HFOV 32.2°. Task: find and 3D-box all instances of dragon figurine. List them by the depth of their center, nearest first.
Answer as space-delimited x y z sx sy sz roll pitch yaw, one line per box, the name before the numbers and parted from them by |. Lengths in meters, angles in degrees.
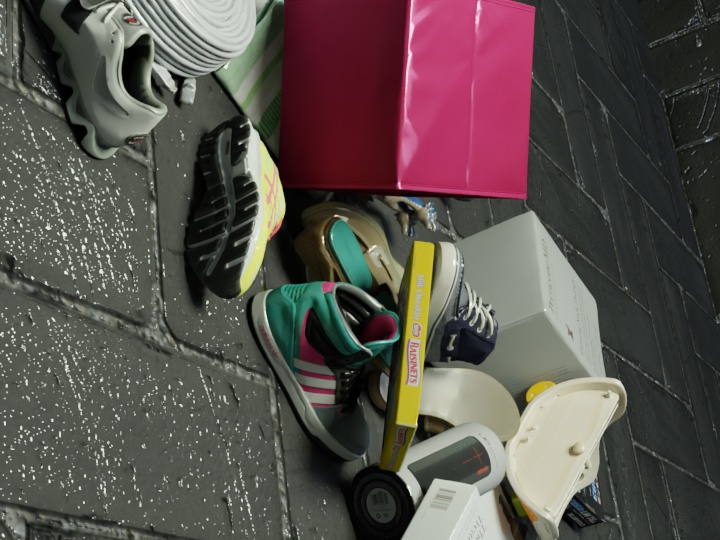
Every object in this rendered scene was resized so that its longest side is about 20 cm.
dragon figurine | 0.022 -0.126 1.480 0.201 0.059 0.099 63 23 8

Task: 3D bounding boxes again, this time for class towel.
towel | -0.060 -0.189 1.341 0.201 0.023 0.153 54 55 -34

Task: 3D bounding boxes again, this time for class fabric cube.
fabric cube | 0.048 -0.179 1.292 0.199 0.195 0.202 1 92 -43

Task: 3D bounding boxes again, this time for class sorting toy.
sorting toy | 0.242 0.249 1.511 0.201 0.106 0.181 -54 142 -28

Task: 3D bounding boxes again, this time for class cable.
cable | -0.176 -0.285 1.180 0.201 0.069 0.201 55 29 -31

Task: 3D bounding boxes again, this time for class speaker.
speaker | 0.073 0.217 1.294 0.199 0.081 0.082 -11 82 -56

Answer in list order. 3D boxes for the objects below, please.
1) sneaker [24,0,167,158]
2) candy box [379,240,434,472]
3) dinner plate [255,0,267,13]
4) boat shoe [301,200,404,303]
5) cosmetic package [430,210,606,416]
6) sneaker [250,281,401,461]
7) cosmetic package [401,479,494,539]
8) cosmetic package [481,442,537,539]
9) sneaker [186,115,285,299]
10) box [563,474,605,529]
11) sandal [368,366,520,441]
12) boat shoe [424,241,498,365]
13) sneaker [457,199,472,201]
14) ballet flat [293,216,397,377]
sneaker | -0.214 -0.202 1.028 0.074 0.088 0.202 -30 98 -63
candy box | 0.045 0.082 1.211 0.103 0.026 0.202 107 -9 -56
dinner plate | -0.045 -0.280 1.436 0.199 0.024 0.202 31 41 -32
boat shoe | 0.000 0.000 1.344 0.200 0.071 0.065 52 29 -46
cosmetic package | 0.192 0.072 1.563 0.200 0.165 0.169 48 30 -39
sneaker | -0.008 0.089 1.200 0.201 0.120 0.084 60 27 -23
cosmetic package | 0.069 0.323 1.168 0.201 0.051 0.152 -55 138 -39
cosmetic package | 0.147 0.292 1.463 0.152 0.051 0.200 62 26 -13
sneaker | -0.103 -0.049 1.158 0.090 0.077 0.202 49 32 -42
box | 0.279 0.236 1.771 0.198 0.049 0.202 45 35 -45
sandal | 0.083 0.149 1.421 0.210 0.069 0.079 18 69 -34
boat shoe | 0.106 0.037 1.311 0.201 0.092 0.075 105 -11 -61
sneaker | 0.090 -0.144 1.642 0.200 0.073 0.082 41 47 -38
ballet flat | -0.010 0.034 1.293 0.201 0.072 0.068 59 43 -24
